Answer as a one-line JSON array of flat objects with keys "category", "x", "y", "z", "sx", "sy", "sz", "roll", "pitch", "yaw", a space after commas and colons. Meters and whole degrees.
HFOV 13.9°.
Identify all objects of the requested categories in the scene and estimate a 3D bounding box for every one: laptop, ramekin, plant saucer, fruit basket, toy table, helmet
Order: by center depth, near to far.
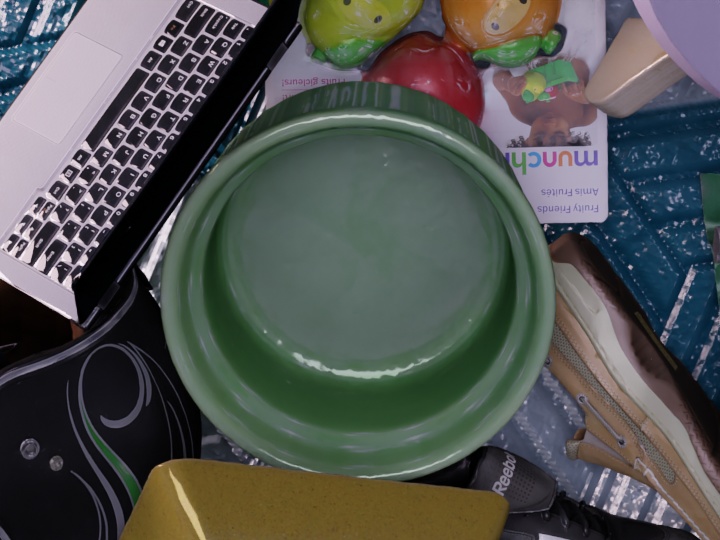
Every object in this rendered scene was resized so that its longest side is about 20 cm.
[{"category": "laptop", "x": -0.122, "y": -0.081, "z": 1.428, "sx": 0.200, "sy": 0.116, "sz": 0.188, "roll": 28, "pitch": 78, "yaw": 36}, {"category": "toy table", "x": 0.190, "y": -0.154, "z": 1.499, "sx": 0.184, "sy": 0.117, "sz": 0.200, "roll": -49, "pitch": 118, "yaw": -6}, {"category": "plant saucer", "x": -0.041, "y": 0.189, "z": 1.506, "sx": 0.199, "sy": 0.049, "sz": 0.200, "roll": 8, "pitch": 130, "yaw": -26}, {"category": "ramekin", "x": 0.000, "y": 0.000, "z": 1.519, "sx": 0.199, "sy": 0.098, "sz": 0.201, "roll": 1, "pitch": 110, "yaw": 2}, {"category": "helmet", "x": -0.179, "y": 0.094, "z": 1.526, "sx": 0.199, "sy": 0.200, "sz": 0.192, "roll": -3, "pitch": 121, "yaw": 3}, {"category": "fruit basket", "x": 0.038, "y": -0.121, "z": 1.558, "sx": 0.184, "sy": 0.094, "sz": 0.201, "roll": 0, "pitch": 95, "yaw": 3}]

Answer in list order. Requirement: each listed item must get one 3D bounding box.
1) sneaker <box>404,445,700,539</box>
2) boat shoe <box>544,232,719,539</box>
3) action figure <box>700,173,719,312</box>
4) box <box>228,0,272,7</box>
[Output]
[{"category": "sneaker", "x": 0.087, "y": 0.136, "z": 1.564, "sx": 0.199, "sy": 0.067, "sz": 0.091, "roll": 3, "pitch": 121, "yaw": 4}, {"category": "boat shoe", "x": 0.143, "y": 0.080, "z": 1.578, "sx": 0.076, "sy": 0.072, "sz": 0.200, "roll": -37, "pitch": 80, "yaw": 15}, {"category": "action figure", "x": 0.288, "y": -0.009, "z": 1.571, "sx": 0.199, "sy": 0.055, "sz": 0.119, "roll": -9, "pitch": 89, "yaw": -1}, {"category": "box", "x": -0.112, "y": -0.215, "z": 1.553, "sx": 0.117, "sy": 0.048, "sz": 0.201, "roll": -19, "pitch": 89, "yaw": 47}]
